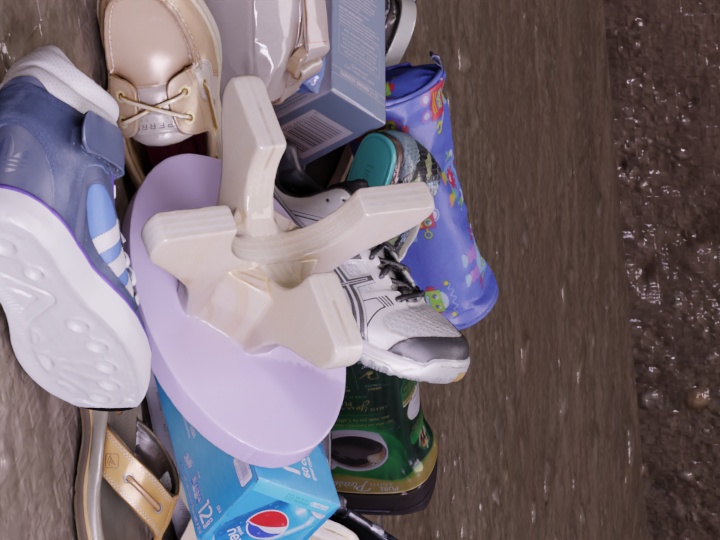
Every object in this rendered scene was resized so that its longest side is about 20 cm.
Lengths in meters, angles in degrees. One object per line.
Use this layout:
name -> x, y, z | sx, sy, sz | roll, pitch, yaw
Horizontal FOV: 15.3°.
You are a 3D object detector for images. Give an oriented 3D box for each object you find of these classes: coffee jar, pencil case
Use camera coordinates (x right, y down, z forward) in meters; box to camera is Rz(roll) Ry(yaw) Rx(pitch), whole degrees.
coffee jar -> 0.002, 0.101, 2.095 | 0.086, 0.103, 0.201 | -69, 156, -50
pencil case -> 0.043, -0.056, 1.927 | 0.087, 0.077, 0.201 | -66, 145, -59

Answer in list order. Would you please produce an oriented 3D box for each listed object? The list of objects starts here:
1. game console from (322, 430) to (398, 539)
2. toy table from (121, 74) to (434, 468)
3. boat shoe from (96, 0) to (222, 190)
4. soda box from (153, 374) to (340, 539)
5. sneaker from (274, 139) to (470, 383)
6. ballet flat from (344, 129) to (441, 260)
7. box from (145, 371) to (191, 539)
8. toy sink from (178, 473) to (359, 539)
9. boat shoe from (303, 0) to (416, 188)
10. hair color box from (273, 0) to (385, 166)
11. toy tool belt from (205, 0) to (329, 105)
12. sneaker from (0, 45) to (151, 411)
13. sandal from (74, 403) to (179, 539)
game console -> -0.002, 0.122, 1.751 | 0.200, 0.115, 0.178 | 172, -82, -76
toy table -> -0.056, -0.003, 1.549 | 0.201, 0.183, 0.117 | 58, -37, 16
boat shoe -> -0.119, -0.102, 1.652 | 0.201, 0.073, 0.070 | 75, 13, -48
soda box -> -0.077, 0.079, 1.642 | 0.068, 0.064, 0.201 | 21, 35, -36
sneaker -> -0.007, -0.009, 1.652 | 0.088, 0.199, 0.076 | -60, 161, 15
ballet flat -> 0.000, 0.000, 1.856 | 0.201, 0.074, 0.074 | -62, 172, 13
box -> -0.098, 0.070, 1.822 | 0.200, 0.036, 0.145 | -69, 155, -55
toy sink -> -0.062, 0.234, 1.712 | 0.113, 0.130, 0.200 | -63, 157, -23
boat shoe -> -0.030, -0.118, 1.957 | 0.202, 0.060, 0.072 | -64, -158, 7
hair color box -> -0.036, -0.180, 1.887 | 0.060, 0.099, 0.201 | 29, 49, -40
toy tool belt -> -0.069, -0.154, 1.773 | 0.123, 0.124, 0.202 | -42, 131, -62
sneaker -> -0.153, -0.031, 1.487 | 0.201, 0.080, 0.147 | 64, 32, -49
sandal -> -0.136, 0.118, 1.610 | 0.080, 0.054, 0.202 | 2, 87, -77
